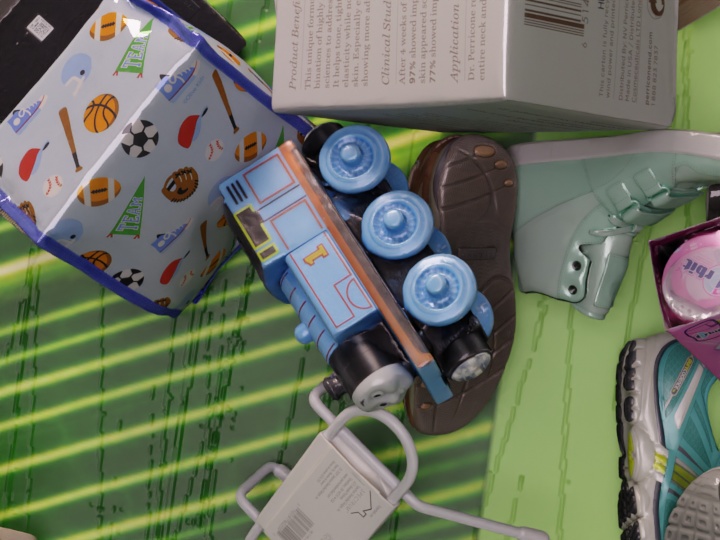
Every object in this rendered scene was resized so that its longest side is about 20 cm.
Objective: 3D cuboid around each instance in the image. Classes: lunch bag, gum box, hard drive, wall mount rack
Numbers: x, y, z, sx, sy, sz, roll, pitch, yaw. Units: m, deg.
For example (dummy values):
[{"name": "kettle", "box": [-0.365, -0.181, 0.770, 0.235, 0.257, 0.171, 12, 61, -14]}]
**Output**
[{"name": "lunch bag", "box": [-0.128, -0.070, 1.538, 0.170, 0.200, 0.124, -50, 51, 5]}, {"name": "gum box", "box": [0.292, -0.002, 1.460, 0.200, 0.113, 0.066, -20, 62, 20]}, {"name": "hard drive", "box": [-0.193, -0.128, 1.583, 0.200, 0.038, 0.140, -47, 118, 4]}, {"name": "wall mount rack", "box": [0.014, 0.162, 1.541, 0.174, 0.075, 0.200, 44, 131, 9]}]

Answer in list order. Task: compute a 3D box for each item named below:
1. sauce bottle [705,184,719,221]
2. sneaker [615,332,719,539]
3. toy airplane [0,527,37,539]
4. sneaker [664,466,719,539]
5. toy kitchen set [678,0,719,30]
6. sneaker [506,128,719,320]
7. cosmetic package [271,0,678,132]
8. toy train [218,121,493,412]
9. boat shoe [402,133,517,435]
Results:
[{"name": "sauce bottle", "box": [0.324, -0.048, 1.534, 0.200, 0.065, 0.065, 4, 89, 8]}, {"name": "sneaker", "box": [0.209, 0.140, 1.543, 0.080, 0.078, 0.200, 0, 89, -2]}, {"name": "toy airplane", "box": [-0.323, 0.171, 1.547, 0.200, 0.199, 0.141, 7, 80, 6]}, {"name": "sneaker", "box": [0.254, 0.201, 1.510, 0.087, 0.074, 0.200, -36, 122, -27]}, {"name": "toy kitchen set", "box": [0.288, -0.257, 1.549, 0.163, 0.181, 0.200, 36, 134, -29]}, {"name": "sneaker", "box": [0.182, -0.029, 1.520, 0.200, 0.074, 0.118, -5, 86, 41]}, {"name": "cosmetic package", "box": [0.072, -0.175, 1.477, 0.200, 0.166, 0.168, 3, 89, 44]}, {"name": "toy train", "box": [0.000, 0.000, 1.481, 0.114, 0.087, 0.200, -33, 66, 1]}, {"name": "boat shoe", "box": [0.058, 0.008, 1.567, 0.076, 0.072, 0.200, 5, 97, -28]}]
